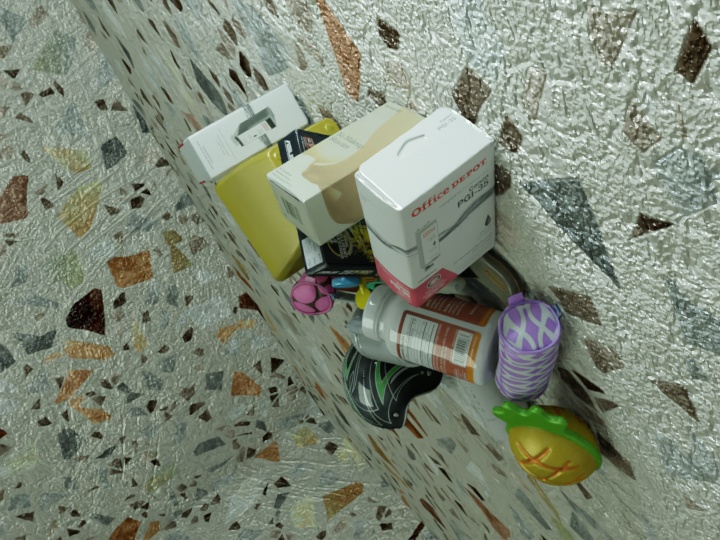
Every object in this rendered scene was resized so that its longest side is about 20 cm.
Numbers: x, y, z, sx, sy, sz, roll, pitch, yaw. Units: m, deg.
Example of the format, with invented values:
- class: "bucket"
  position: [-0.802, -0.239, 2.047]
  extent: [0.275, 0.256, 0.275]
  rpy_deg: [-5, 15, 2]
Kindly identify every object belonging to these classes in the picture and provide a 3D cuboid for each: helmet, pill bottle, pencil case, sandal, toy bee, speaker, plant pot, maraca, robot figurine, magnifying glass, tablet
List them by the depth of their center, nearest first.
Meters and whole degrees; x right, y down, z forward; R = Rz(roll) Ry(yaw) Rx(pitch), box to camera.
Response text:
- class: "pencil case"
  position: [0.219, 0.110, 1.039]
  extent: [0.086, 0.084, 0.200]
  rpy_deg: [59, 170, 30]
- class: "sandal"
  position: [0.141, -0.014, 1.062]
  extent: [0.200, 0.054, 0.082]
  rpy_deg: [47, 164, 26]
- class: "maraca"
  position: [0.269, 0.241, 1.107]
  extent: [0.137, 0.107, 0.200]
  rpy_deg: [-2, 144, 40]
- class: "pill bottle"
  position: [0.108, 0.088, 1.148]
  extent: [0.199, 0.112, 0.112]
  rpy_deg: [17, 149, 24]
- class: "speaker"
  position: [0.204, 0.178, 1.252]
  extent: [0.200, 0.081, 0.081]
  rpy_deg: [58, 165, -16]
- class: "plant pot"
  position: [-0.089, -0.132, 1.268]
  extent: [0.200, 0.200, 0.176]
  rpy_deg: [56, 153, 1]
- class: "toy bee"
  position: [0.000, 0.000, 1.278]
  extent: [0.200, 0.108, 0.132]
  rpy_deg: [-42, -55, -69]
- class: "robot figurine"
  position: [0.059, 0.107, 1.365]
  extent: [0.169, 0.114, 0.200]
  rpy_deg: [13, 175, -40]
- class: "pencil case"
  position: [-0.063, -0.014, 1.400]
  extent: [0.090, 0.200, 0.094]
  rpy_deg: [0, 131, 13]
- class: "magnifying glass"
  position: [0.017, 0.035, 1.444]
  extent: [0.200, 0.022, 0.080]
  rpy_deg: [8, 149, 48]
- class: "tablet"
  position: [-0.022, 0.053, 1.512]
  extent: [0.130, 0.014, 0.200]
  rpy_deg: [15, 180, 44]
- class: "helmet"
  position: [0.055, 0.217, 1.579]
  extent: [0.200, 0.190, 0.200]
  rpy_deg: [50, 165, 18]

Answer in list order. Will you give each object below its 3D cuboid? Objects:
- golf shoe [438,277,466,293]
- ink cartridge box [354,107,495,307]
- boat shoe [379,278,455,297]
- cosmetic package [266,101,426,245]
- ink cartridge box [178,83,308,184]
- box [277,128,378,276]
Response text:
- class: "golf shoe"
  position: [0.099, -0.007, 1.178]
  extent: [0.097, 0.079, 0.200]
  rpy_deg: [20, -164, -15]
- class: "ink cartridge box"
  position: [0.084, -0.071, 0.928]
  extent: [0.083, 0.146, 0.200]
  rpy_deg: [43, 162, 31]
- class: "boat shoe"
  position: [0.103, 0.014, 1.273]
  extent: [0.200, 0.057, 0.067]
  rpy_deg: [25, 120, 55]
- class: "cosmetic package"
  position: [-0.005, -0.127, 0.976]
  extent: [0.105, 0.200, 0.071]
  rpy_deg: [36, 154, 46]
- class: "ink cartridge box"
  position: [-0.209, -0.239, 1.363]
  extent: [0.083, 0.200, 0.147]
  rpy_deg: [60, 164, -13]
- class: "box"
  position: [-0.026, -0.090, 1.089]
  extent: [0.049, 0.161, 0.201]
  rpy_deg: [-25, 71, 39]
